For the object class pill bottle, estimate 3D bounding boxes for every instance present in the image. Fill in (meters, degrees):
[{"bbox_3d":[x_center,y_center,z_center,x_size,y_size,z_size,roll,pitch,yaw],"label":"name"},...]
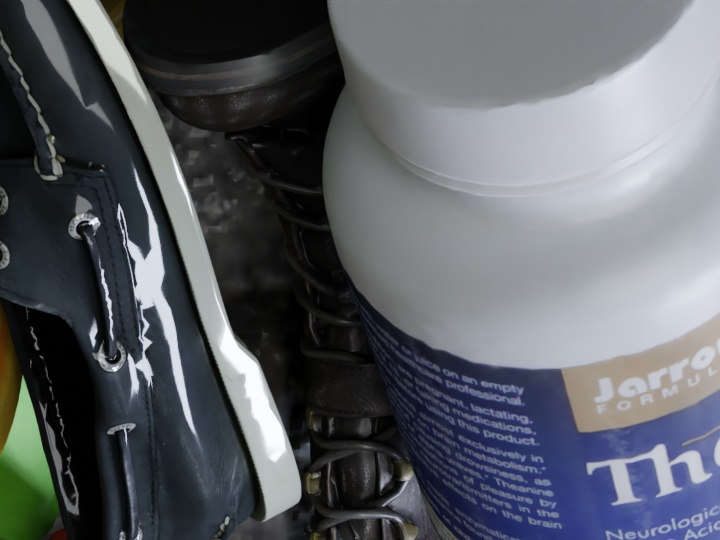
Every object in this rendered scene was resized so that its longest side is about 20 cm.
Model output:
[{"bbox_3d":[0.054,-0.002,0.688,0.111,0.111,0.200,-32,140,-11],"label":"pill bottle"}]

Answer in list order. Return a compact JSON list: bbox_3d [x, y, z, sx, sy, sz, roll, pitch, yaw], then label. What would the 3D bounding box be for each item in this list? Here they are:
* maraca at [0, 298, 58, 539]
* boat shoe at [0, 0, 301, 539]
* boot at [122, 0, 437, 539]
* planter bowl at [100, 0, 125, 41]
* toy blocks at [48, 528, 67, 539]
[{"bbox_3d":[-0.135,0.026,0.760,0.199,0.107,0.138,-5,117,-41],"label":"maraca"},{"bbox_3d":[-0.077,-0.008,0.703,0.066,0.074,0.200,-31,128,-14],"label":"boat shoe"},{"bbox_3d":[0.000,0.000,0.771,0.069,0.200,0.175,1,103,18],"label":"boot"},{"bbox_3d":[-0.108,-0.113,0.740,0.199,0.083,0.201,-6,108,-20],"label":"planter bowl"},{"bbox_3d":[-0.085,0.147,0.783,0.136,0.100,0.200,35,74,12],"label":"toy blocks"}]
